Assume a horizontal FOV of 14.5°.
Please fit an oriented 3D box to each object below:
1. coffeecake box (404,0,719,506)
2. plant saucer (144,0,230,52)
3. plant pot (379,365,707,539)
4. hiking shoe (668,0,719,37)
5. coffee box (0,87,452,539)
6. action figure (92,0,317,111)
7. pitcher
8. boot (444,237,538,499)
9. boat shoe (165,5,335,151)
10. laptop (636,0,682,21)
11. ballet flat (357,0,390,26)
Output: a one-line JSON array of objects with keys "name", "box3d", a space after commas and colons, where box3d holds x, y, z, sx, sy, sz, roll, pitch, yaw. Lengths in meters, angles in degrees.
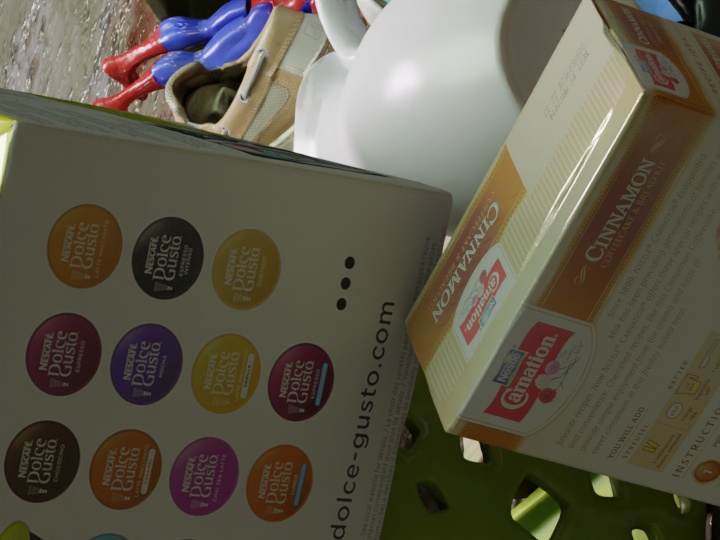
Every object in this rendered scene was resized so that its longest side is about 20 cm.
[{"name": "coffeecake box", "box3d": [0.141, 0.005, 1.049, 0.154, 0.199, 0.073, -61, 28, 26]}, {"name": "plant saucer", "box3d": [-0.041, -0.212, 1.504, 0.048, 0.199, 0.200, 58, -179, 16]}, {"name": "plant pot", "box3d": [0.033, 0.149, 1.209, 0.199, 0.199, 0.182, -48, 43, 42]}, {"name": "hiking shoe", "box3d": [0.160, -0.166, 1.229, 0.076, 0.100, 0.201, -47, 36, 41]}, {"name": "coffee box", "box3d": [-0.116, 0.037, 1.104, 0.200, 0.197, 0.201, 19, 98, 54]}, {"name": "action figure", "box3d": [-0.037, -0.119, 1.502, 0.200, 0.099, 0.065, -31, 34, 30]}, {"name": "pitcher", "box3d": [0.039, -0.093, 1.238, 0.200, 0.121, 0.173, -21, 78, 60]}, {"name": "boot", "box3d": [0.094, -0.007, 1.299, 0.200, 0.072, 0.156, 124, 143, -47]}, {"name": "boat shoe", "box3d": [-0.065, -0.077, 1.415, 0.200, 0.076, 0.072, -43, 26, 47]}, {"name": "laptop", "box3d": [0.082, -0.133, 1.368, 0.116, 0.200, 0.187, -46, 15, -23]}, {"name": "ballet flat", "box3d": [0.057, -0.102, 1.350, 0.200, 0.069, 0.070, 28, 101, 51]}]
